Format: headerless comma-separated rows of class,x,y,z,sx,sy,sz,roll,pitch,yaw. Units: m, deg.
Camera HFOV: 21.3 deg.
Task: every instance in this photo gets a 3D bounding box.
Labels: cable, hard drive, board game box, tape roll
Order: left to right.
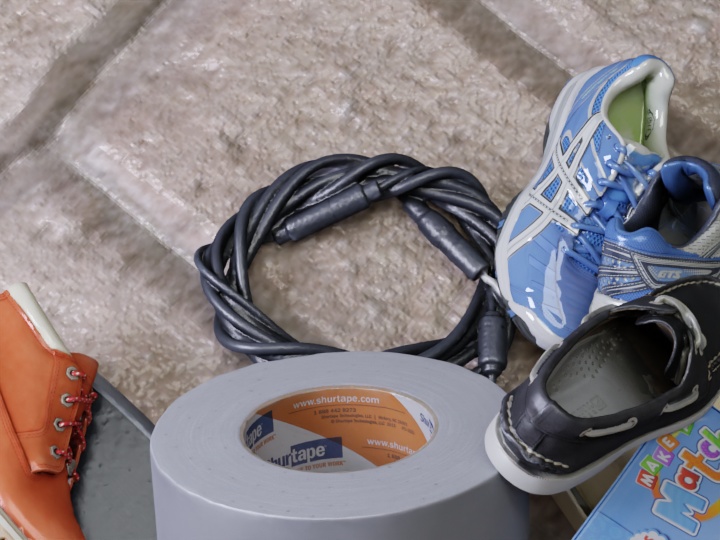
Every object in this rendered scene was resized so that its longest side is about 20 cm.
hard drive,-0.146,0.151,1.092,0.135,0.042,0.200,-40,77,-15
tape roll,-0.010,0.111,1.015,0.200,0.200,0.066,-4,112,-4
cable,0.000,0.000,1.151,0.200,0.051,0.163,13,70,2
board game box,0.210,0.169,0.983,0.200,0.037,0.151,37,51,10

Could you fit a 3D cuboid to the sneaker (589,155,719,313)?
sneaker,0.210,-0.031,1.121,0.077,0.085,0.200,17,36,39

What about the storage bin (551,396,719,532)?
storage bin,0.229,0.136,1.091,0.198,0.094,0.200,-31,75,-12

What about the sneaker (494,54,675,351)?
sneaker,0.137,-0.046,1.147,0.076,0.077,0.200,23,67,-18

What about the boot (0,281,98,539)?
boot,-0.177,0.097,1.052,0.107,0.075,0.200,-29,71,-17

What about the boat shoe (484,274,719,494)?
boat shoe,0.144,0.046,0.991,0.200,0.060,0.074,-25,65,-38
